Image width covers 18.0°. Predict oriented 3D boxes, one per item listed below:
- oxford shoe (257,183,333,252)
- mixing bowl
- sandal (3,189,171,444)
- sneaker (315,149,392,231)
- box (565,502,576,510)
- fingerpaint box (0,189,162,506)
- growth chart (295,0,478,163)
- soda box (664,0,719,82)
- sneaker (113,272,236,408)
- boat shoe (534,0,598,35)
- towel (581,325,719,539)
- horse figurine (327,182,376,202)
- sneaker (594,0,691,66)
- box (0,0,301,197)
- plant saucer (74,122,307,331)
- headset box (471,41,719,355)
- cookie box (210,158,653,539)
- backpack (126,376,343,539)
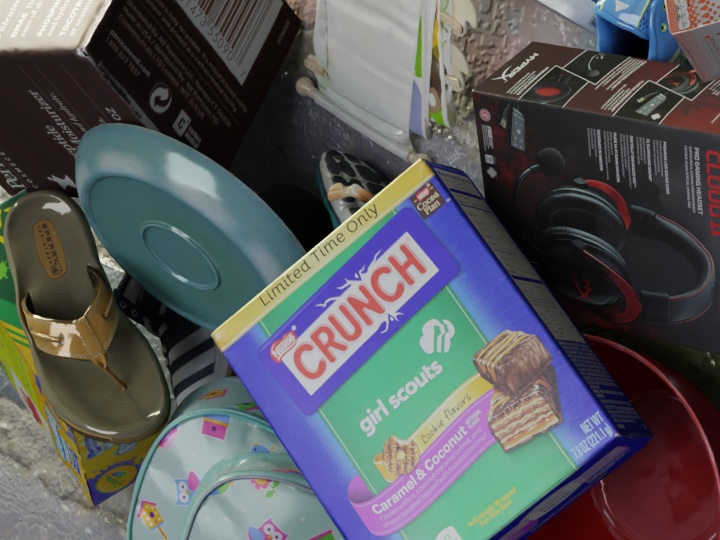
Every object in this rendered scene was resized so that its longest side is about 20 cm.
[{"bbox_3d":[-0.005,0.030,1.573,0.200,0.071,0.071,50,153,17],"label":"oxford shoe"},{"bbox_3d":[0.157,0.132,1.375,0.199,0.108,0.201,4,97,38],"label":"mixing bowl"},{"bbox_3d":[-0.192,0.027,1.532,0.054,0.080,0.201,86,161,-68],"label":"sandal"},{"bbox_3d":[0.000,0.000,1.506,0.080,0.077,0.201,-46,41,32],"label":"sneaker"},{"bbox_3d":[0.097,0.054,1.470,0.070,0.064,0.201,-155,60,-75],"label":"box"},{"bbox_3d":[-0.217,0.060,1.657,0.167,0.073,0.200,53,166,19],"label":"fingerpaint box"},{"bbox_3d":[0.018,-0.155,1.497,0.145,0.018,0.201,38,142,24],"label":"growth chart"},{"bbox_3d":[0.201,-0.212,1.280,0.068,0.064,0.201,-15,64,21],"label":"soda box"},{"bbox_3d":[-0.125,0.066,1.654,0.108,0.070,0.201,7,95,32],"label":"sneaker"},{"bbox_3d":[0.094,-0.220,1.441,0.200,0.072,0.066,38,101,35],"label":"boat shoe"},{"bbox_3d":[0.218,0.101,1.416,0.148,0.036,0.201,-33,75,36],"label":"towel"},{"bbox_3d":[0.019,0.024,1.404,0.132,0.050,0.201,18,73,23],"label":"horse figurine"},{"bbox_3d":[0.198,-0.177,1.342,0.076,0.105,0.201,31,115,30],"label":"sneaker"},{"bbox_3d":[-0.183,-0.160,1.566,0.199,0.166,0.165,3,57,38],"label":"box"},{"bbox_3d":[-0.114,-0.017,1.512,0.200,0.027,0.200,29,154,16],"label":"plant saucer"},{"bbox_3d":[0.173,-0.040,1.319,0.199,0.075,0.149,14,127,33],"label":"headset box"},{"bbox_3d":[0.039,0.066,1.313,0.171,0.075,0.200,-40,71,14],"label":"cookie box"},{"bbox_3d":[-0.059,0.170,1.534,0.199,0.153,0.177,21,112,10],"label":"backpack"}]
